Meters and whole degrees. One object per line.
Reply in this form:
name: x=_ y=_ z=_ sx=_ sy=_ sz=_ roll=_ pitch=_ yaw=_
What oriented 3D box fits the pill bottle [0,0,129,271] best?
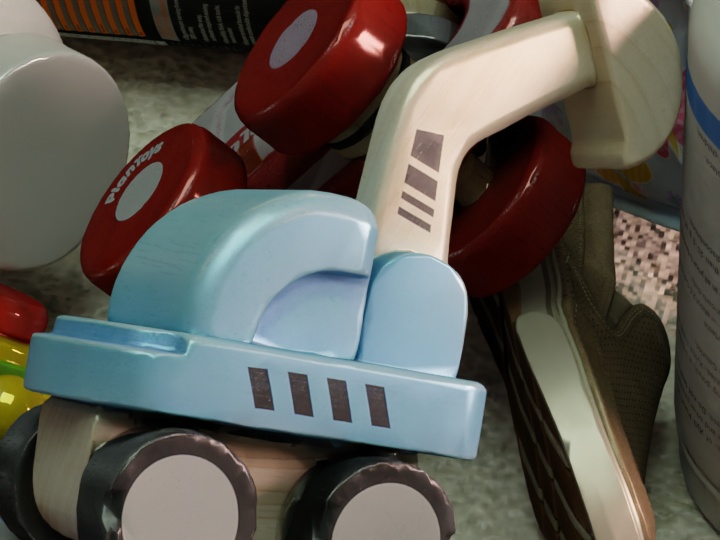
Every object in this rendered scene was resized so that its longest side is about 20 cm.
pill bottle: x=-0.182 y=-0.071 z=1.020 sx=0.113 sy=0.113 sz=0.200 roll=-35 pitch=43 yaw=-31

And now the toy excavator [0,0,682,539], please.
toy excavator: x=0.000 y=0.000 z=0.803 sx=0.194 sy=0.201 sz=0.100 roll=9 pitch=-1 yaw=-26

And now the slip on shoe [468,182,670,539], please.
slip on shoe: x=0.081 y=0.034 z=0.934 sx=0.060 sy=0.076 sz=0.200 roll=-9 pitch=34 yaw=-6

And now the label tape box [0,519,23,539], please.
label tape box: x=-0.133 y=0.163 z=0.774 sx=0.143 sy=0.066 sz=0.200 roll=22 pitch=41 yaw=-3

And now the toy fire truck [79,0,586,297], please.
toy fire truck: x=-0.010 y=-0.052 z=0.958 sx=0.200 sy=0.112 sz=0.168 roll=-43 pitch=27 yaw=24

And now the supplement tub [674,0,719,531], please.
supplement tub: x=0.170 y=-0.008 z=0.875 sx=0.131 sy=0.201 sz=0.132 roll=-1 pitch=41 yaw=1

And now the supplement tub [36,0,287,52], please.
supplement tub: x=-0.088 y=-0.156 z=1.120 sx=0.199 sy=0.123 sz=0.123 roll=6 pitch=42 yaw=10

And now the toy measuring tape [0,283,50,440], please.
toy measuring tape: x=-0.159 y=0.027 z=0.975 sx=0.073 sy=0.074 sz=0.200 roll=-27 pitch=29 yaw=-24

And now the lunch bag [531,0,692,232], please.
lunch bag: x=0.141 y=-0.105 z=1.038 sx=0.169 sy=0.128 sz=0.200 roll=-22 pitch=21 yaw=-21
